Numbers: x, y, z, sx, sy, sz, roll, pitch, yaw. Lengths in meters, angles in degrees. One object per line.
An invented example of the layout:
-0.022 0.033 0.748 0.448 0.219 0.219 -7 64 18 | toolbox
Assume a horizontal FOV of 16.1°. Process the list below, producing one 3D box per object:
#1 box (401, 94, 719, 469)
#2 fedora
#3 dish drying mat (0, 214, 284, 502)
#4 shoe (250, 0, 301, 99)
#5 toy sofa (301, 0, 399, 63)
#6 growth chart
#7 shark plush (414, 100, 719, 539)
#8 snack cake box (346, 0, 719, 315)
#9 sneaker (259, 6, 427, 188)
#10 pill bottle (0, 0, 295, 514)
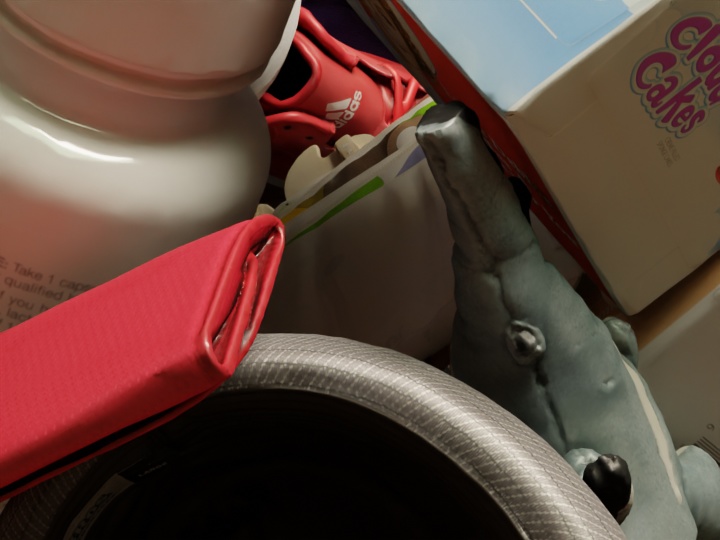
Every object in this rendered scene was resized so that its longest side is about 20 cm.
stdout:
0.080 0.013 0.818 0.106 0.152 0.200 37 21 -29 | box
-0.008 0.116 0.651 0.200 0.177 0.090 51 -3 16 | fedora
-0.108 0.045 0.651 0.018 0.200 0.077 53 25 -23 | dish drying mat
-0.078 -0.121 0.912 0.071 0.091 0.200 7 56 -28 | shoe
-0.065 -0.132 1.047 0.200 0.083 0.098 1 35 -33 | toy sofa
0.000 0.000 0.799 0.018 0.200 0.145 45 29 -31 | growth chart
0.065 0.044 0.667 0.091 0.200 0.083 -11 25 -6 | shark plush
0.029 -0.094 0.708 0.200 0.067 0.115 52 -2 34 | snack cake box
0.018 -0.041 0.926 0.200 0.078 0.116 15 0 11 | sneaker
-0.090 -0.023 0.737 0.114 0.200 0.114 18 31 -11 | pill bottle
